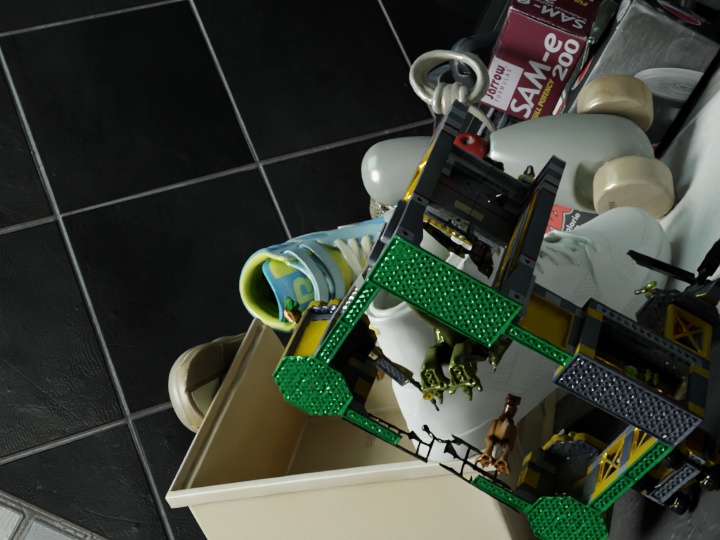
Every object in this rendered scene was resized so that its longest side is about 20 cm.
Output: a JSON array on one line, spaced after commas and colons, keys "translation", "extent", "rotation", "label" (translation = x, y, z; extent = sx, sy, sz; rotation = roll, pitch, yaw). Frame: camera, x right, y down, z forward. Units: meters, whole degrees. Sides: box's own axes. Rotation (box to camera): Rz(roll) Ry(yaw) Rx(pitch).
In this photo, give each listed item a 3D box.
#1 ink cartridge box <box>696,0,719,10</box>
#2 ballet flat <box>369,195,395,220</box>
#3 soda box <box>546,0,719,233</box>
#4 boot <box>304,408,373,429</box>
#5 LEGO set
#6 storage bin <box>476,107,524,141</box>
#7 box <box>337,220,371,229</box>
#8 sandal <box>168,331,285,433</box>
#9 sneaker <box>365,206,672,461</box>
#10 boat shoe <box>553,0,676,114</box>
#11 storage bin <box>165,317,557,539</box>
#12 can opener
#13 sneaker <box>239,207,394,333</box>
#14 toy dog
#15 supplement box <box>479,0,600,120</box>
[{"translation": [0.264, -0.306, 0.814], "extent": [0.145, 0.083, 0.201], "rotation": [117, 176, -49], "label": "ink cartridge box"}, {"translation": [0.073, 0.002, 0.961], "extent": [0.068, 0.200, 0.075], "rotation": [-25, -27, -25], "label": "ballet flat"}, {"translation": [0.171, -0.096, 0.821], "extent": [0.201, 0.071, 0.063], "rotation": [-62, 0, 28], "label": "soda box"}, {"translation": [0.027, 0.184, 0.872], "extent": [0.073, 0.200, 0.151], "rotation": [-29, -32, -1], "label": "boot"}, {"translation": [0.069, 0.020, 0.523], "extent": [0.116, 0.199, 0.154], "rotation": [-64, -3, -45], "label": "LEGO set"}, {"translation": [0.128, -0.055, 1.048], "extent": [0.201, 0.093, 0.135], "rotation": [-62, 4, 25], "label": "storage bin"}, {"translation": [0.029, 0.050, 1.129], "extent": [0.117, 0.060, 0.201], "rotation": [-28, -68, -78], "label": "box"}, {"translation": [-0.091, 0.086, 0.830], "extent": [0.054, 0.081, 0.200], "rotation": [-21, -9, 19], "label": "sandal"}, {"translation": [0.089, -0.002, 0.620], "extent": [0.200, 0.116, 0.074], "rotation": [-39, 32, -25], "label": "sneaker"}, {"translation": [0.211, -0.192, 0.942], "extent": [0.201, 0.070, 0.064], "rotation": [-65, 2, -28], "label": "boat shoe"}, {"translation": [0.014, 0.096, 0.731], "extent": [0.199, 0.199, 0.094], "rotation": [-70, -38, -54], "label": "storage bin"}, {"translation": [0.154, -0.186, 0.988], "extent": [0.079, 0.199, 0.064], "rotation": [38, 138, 51], "label": "can opener"}, {"translation": [0.000, 0.000, 0.871], "extent": [0.199, 0.080, 0.130], "rotation": [-18, 4, 24], "label": "sneaker"}, {"translation": [0.111, -0.062, 0.766], "extent": [0.132, 0.199, 0.096], "rotation": [-64, -26, -28], "label": "toy dog"}, {"translation": [0.151, -0.220, 0.855], "extent": [0.109, 0.061, 0.201], "rotation": [106, -173, -63], "label": "supplement box"}]
